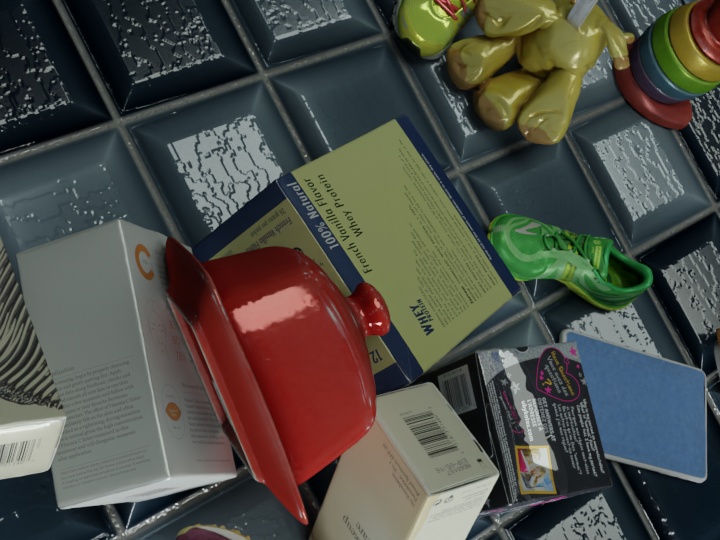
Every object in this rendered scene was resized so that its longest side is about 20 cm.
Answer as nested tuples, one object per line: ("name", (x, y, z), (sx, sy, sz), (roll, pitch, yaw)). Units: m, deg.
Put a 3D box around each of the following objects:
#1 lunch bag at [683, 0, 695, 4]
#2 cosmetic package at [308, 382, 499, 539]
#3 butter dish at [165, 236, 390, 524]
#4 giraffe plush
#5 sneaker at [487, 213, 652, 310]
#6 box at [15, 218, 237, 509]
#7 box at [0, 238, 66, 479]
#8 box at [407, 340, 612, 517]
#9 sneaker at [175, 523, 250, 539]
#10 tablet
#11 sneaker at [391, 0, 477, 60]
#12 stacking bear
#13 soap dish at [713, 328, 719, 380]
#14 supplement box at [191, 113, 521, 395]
("lunch bag", (0.535, -0.400, 1.459), (0.200, 0.170, 0.127), (-14, 78, -33))
("cosmetic package", (0.028, 0.199, 0.927), (0.073, 0.200, 0.104), (-10, 45, -33))
("butter dish", (-0.047, 0.055, 0.852), (0.148, 0.200, 0.200), (-23, 105, -14))
("giraffe plush", (0.213, -0.250, 1.249), (0.173, 0.200, 0.162), (51, 28, 0))
("sneaker", (0.222, -0.018, 1.197), (0.200, 0.084, 0.074), (18, 65, -22))
("box", (-0.183, 0.077, 0.896), (0.124, 0.097, 0.200), (29, 47, -70))
("box", (-0.289, 0.058, 0.845), (0.082, 0.068, 0.200), (-6, 49, -35))
("box", (0.105, 0.148, 1.001), (0.115, 0.200, 0.132), (-3, 74, -31))
("sneaker", (-0.084, 0.293, 0.919), (0.200, 0.075, 0.090), (43, 52, -8))
("tablet", (0.293, 0.146, 1.219), (0.200, 0.014, 0.130), (17, 65, -22))
("sneaker", (0.107, -0.310, 1.236), (0.078, 0.090, 0.200), (42, 59, -12))
("stacking bear", (0.399, -0.264, 1.315), (0.113, 0.200, 0.122), (7, 69, -27))
("soap dish", (0.509, 0.136, 1.302), (0.200, 0.081, 0.158), (1, 72, -30))
("supplement box", (0.000, 0.000, 1.011), (0.200, 0.134, 0.200), (56, 42, 0))
